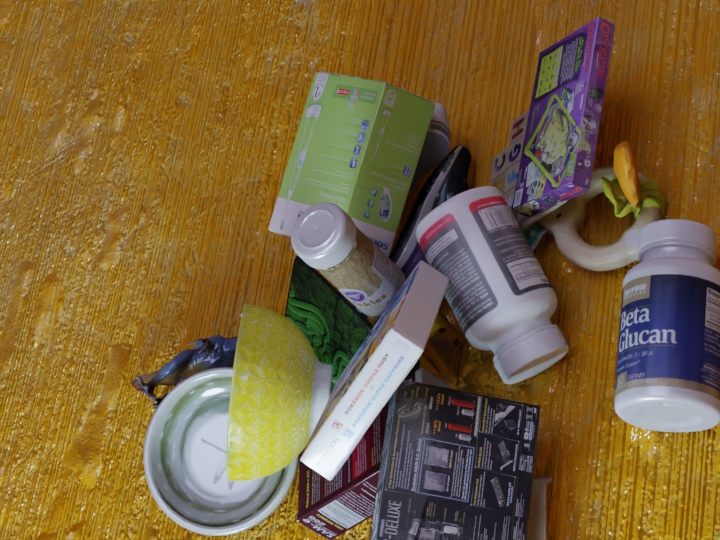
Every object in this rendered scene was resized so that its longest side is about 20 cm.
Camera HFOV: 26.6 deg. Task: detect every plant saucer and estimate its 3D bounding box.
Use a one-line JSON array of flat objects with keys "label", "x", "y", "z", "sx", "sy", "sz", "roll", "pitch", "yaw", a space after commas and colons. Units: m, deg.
[{"label": "plant saucer", "x": -0.163, "y": 0.220, "z": 1.840, "sx": 0.198, "sy": 0.050, "sz": 0.203, "roll": -4, "pitch": 75, "yaw": 14}]

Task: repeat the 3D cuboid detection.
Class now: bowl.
[{"label": "bowl", "x": -0.087, "y": 0.142, "z": 1.721, "sx": 0.106, "sy": 0.201, "sz": 0.202, "roll": 6, "pitch": 67, "yaw": 1}]

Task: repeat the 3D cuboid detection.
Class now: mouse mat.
[{"label": "mouse mat", "x": -0.037, "y": 0.096, "z": 1.800, "sx": 0.200, "sy": 0.007, "sz": 0.162, "roll": 44, "pitch": 134, "yaw": 42}]

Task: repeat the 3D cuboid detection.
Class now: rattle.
[{"label": "rattle", "x": 0.225, "y": -0.072, "z": 1.681, "sx": 0.198, "sy": 0.142, "sz": 0.132, "roll": 6, "pitch": 85, "yaw": 31}]

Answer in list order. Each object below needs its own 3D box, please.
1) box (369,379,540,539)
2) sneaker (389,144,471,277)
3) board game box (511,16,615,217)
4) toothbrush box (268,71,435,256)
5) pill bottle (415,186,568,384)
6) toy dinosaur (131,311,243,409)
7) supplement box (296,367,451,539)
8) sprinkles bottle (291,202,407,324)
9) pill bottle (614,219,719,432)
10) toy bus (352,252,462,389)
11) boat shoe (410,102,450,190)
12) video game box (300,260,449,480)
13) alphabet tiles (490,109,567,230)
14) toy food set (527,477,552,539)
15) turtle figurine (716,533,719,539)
[{"label": "box", "x": 0.096, "y": 0.225, "z": 1.560, "sx": 0.156, "sy": 0.050, "sz": 0.202, "roll": 10, "pitch": 68, "yaw": -6}, {"label": "sneaker", "x": 0.104, "y": -0.056, "z": 1.809, "sx": 0.201, "sy": 0.087, "sz": 0.076, "roll": -64, "pitch": 7, "yaw": -32}, {"label": "board game box", "x": 0.224, "y": -0.168, "z": 1.678, "sx": 0.120, "sy": 0.032, "sz": 0.202, "roll": -30, "pitch": 44, "yaw": 63}, {"label": "toothbrush box", "x": -0.012, "y": -0.121, "z": 1.793, "sx": 0.145, "sy": 0.086, "sz": 0.202, "roll": 16, "pitch": 88, "yaw": 52}, {"label": "pill bottle", "x": 0.149, "y": 0.018, "z": 1.681, "sx": 0.110, "sy": 0.110, "sz": 0.201, "roll": -32, "pitch": 72, "yaw": 18}, {"label": "toy dinosaur", "x": -0.198, "y": 0.103, "z": 1.925, "sx": 0.181, "sy": 0.105, "sz": 0.200, "roll": -40, "pitch": 36, "yaw": -14}, {"label": "supplement box", "x": 0.017, "y": 0.207, "z": 1.698, "sx": 0.199, "sy": 0.061, "sz": 0.110, "roll": -34, "pitch": 37, "yaw": 30}, {"label": "sprinkles bottle", "x": 0.000, "y": 0.000, "z": 1.672, "sx": 0.068, "sy": 0.200, "sz": 0.069, "roll": -15, "pitch": 57, "yaw": 24}, {"label": "pill bottle", "x": 0.321, "y": 0.055, "z": 1.563, "sx": 0.110, "sy": 0.111, "sz": 0.202, "roll": -7, "pitch": 64, "yaw": 32}, {"label": "toy bus", "x": 0.053, "y": 0.061, "z": 1.779, "sx": 0.078, "sy": 0.065, "sz": 0.200, "roll": -43, "pitch": 50, "yaw": 5}, {"label": "boat shoe", "x": 0.037, "y": -0.143, "z": 1.873, "sx": 0.202, "sy": 0.074, "sz": 0.087, "roll": -42, "pitch": 30, "yaw": 41}, {"label": "video game box", "x": 0.018, "y": 0.101, "z": 1.599, "sx": 0.047, "sy": 0.200, "sz": 0.183, "roll": 31, "pitch": 112, "yaw": -1}, {"label": "alphabet tiles", "x": 0.202, "y": -0.126, "z": 1.736, "sx": 0.200, "sy": 0.006, "sz": 0.168, "roll": -36, "pitch": 39, "yaw": 54}, {"label": "toy food set", "x": 0.134, "y": 0.319, "z": 1.607, "sx": 0.142, "sy": 0.060, "sz": 0.202, "roll": -7, "pitch": 65, "yaw": 19}, {"label": "turtle figurine", "x": 0.412, "y": 0.209, "z": 1.454, "sx": 0.200, "sy": 0.064, "sz": 0.162, "roll": 39, "pitch": 99, "yaw": 32}]
